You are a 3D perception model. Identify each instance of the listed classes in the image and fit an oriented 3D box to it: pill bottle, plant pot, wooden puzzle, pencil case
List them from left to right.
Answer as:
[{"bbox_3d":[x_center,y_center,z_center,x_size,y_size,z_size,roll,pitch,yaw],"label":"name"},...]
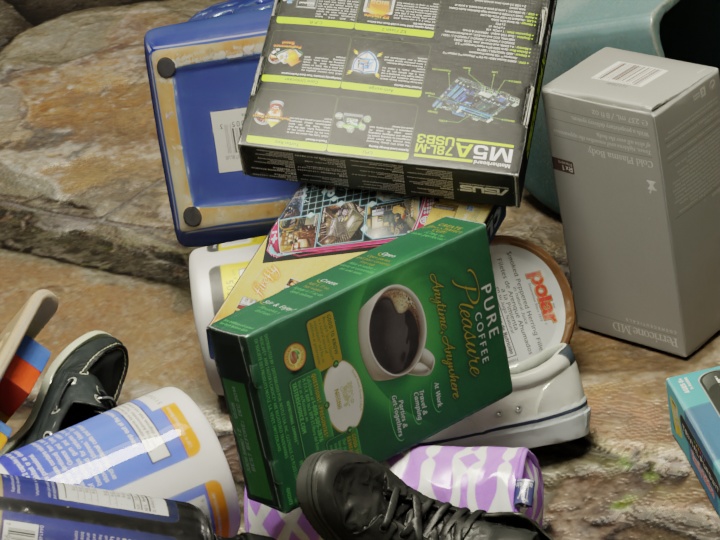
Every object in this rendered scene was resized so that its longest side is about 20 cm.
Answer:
[{"bbox_3d":[-0.280,0.124,1.561,0.185,0.046,0.200,-47,9,30],"label":"wooden puzzle"},{"bbox_3d":[-0.188,0.161,1.473,0.199,0.113,0.112,-22,30,-21],"label":"pill bottle"},{"bbox_3d":[-0.152,0.187,1.363,0.199,0.112,0.112,11,25,-14],"label":"pill bottle"},{"bbox_3d":[-0.051,-0.117,1.777,0.199,0.201,0.180,-5,7,25],"label":"plant pot"},{"bbox_3d":[-0.019,0.022,1.669,0.199,0.112,0.111,-10,28,2],"label":"pill bottle"},{"bbox_3d":[0.022,0.154,1.455,0.199,0.084,0.086,0,73,19],"label":"pencil case"},{"bbox_3d":[0.213,-0.145,1.825,0.199,0.197,0.196,0,29,38],"label":"plant pot"}]

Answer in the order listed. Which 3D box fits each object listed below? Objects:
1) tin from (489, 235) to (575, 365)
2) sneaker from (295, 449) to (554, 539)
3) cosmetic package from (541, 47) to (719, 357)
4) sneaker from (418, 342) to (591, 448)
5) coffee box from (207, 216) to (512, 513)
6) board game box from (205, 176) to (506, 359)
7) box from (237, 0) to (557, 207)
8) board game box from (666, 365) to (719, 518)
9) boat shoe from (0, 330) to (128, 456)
[{"bbox_3d":[0.056,0.044,1.601,0.199,0.112,0.042,-19,4,-14],"label":"tin"},{"bbox_3d":[0.063,0.161,1.343,0.104,0.200,0.060,-16,42,46],"label":"sneaker"},{"bbox_3d":[0.204,-0.049,1.632,0.107,0.201,0.090,14,35,42],"label":"cosmetic package"},{"bbox_3d":[0.055,0.092,1.542,0.199,0.071,0.073,-11,4,-10],"label":"sneaker"},{"bbox_3d":[0.005,0.056,1.425,0.200,0.123,0.044,-26,24,-34],"label":"coffee box"},{"bbox_3d":[0.000,0.000,1.557,0.135,0.035,0.200,19,53,18],"label":"board game box"},{"bbox_3d":[0.030,-0.144,1.611,0.199,0.048,0.194,6,61,9],"label":"box"},{"bbox_3d":[0.316,0.102,1.477,0.199,0.047,0.151,-13,28,-4],"label":"board game box"},{"bbox_3d":[-0.199,0.115,1.600,0.066,0.075,0.199,6,33,23],"label":"boat shoe"}]
